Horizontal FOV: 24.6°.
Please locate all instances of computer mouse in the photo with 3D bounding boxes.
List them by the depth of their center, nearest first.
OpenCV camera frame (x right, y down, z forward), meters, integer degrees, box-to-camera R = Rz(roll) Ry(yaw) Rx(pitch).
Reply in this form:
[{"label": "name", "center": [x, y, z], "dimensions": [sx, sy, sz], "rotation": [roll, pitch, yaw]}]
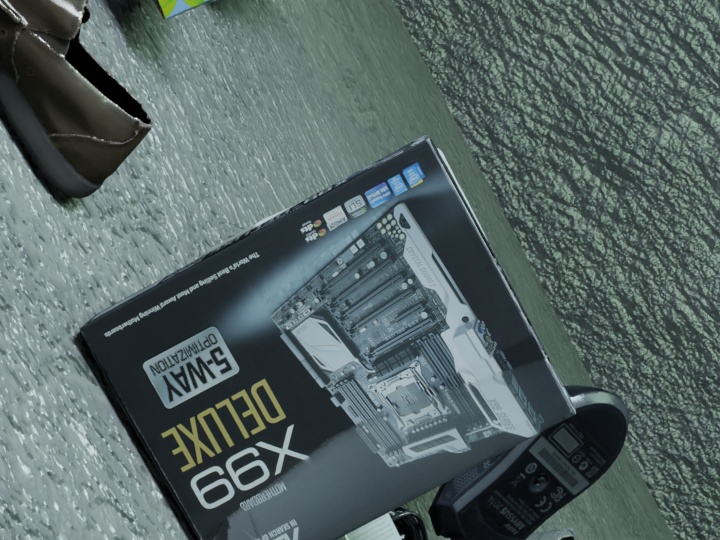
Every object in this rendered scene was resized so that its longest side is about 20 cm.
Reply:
[{"label": "computer mouse", "center": [0.097, 0.144, 1.163], "dimensions": [0.139, 0.200, 0.053], "rotation": [51, 1, -39]}]

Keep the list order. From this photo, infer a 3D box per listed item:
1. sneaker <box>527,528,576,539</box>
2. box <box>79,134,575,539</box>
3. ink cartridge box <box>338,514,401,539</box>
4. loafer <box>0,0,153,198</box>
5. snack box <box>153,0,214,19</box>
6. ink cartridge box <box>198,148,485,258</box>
[{"label": "sneaker", "center": [0.166, 0.289, 1.396], "dimensions": [0.075, 0.082, 0.200], "rotation": [54, 14, -37]}, {"label": "box", "center": [-0.016, 0.047, 0.838], "dimensions": [0.158, 0.200, 0.050], "rotation": [62, 5, -6]}, {"label": "ink cartridge box", "center": [-0.029, 0.131, 0.970], "dimensions": [0.200, 0.050, 0.109], "rotation": [63, 11, 8]}, {"label": "loafer", "center": [-0.176, -0.137, 0.879], "dimensions": [0.200, 0.071, 0.073], "rotation": [58, 12, -21]}, {"label": "snack box", "center": [-0.159, -0.294, 1.196], "dimensions": [0.169, 0.068, 0.200], "rotation": [-125, -167, -69]}, {"label": "ink cartridge box", "center": [0.000, 0.000, 1.126], "dimensions": [0.200, 0.067, 0.117], "rotation": [-27, 89, -46]}]
